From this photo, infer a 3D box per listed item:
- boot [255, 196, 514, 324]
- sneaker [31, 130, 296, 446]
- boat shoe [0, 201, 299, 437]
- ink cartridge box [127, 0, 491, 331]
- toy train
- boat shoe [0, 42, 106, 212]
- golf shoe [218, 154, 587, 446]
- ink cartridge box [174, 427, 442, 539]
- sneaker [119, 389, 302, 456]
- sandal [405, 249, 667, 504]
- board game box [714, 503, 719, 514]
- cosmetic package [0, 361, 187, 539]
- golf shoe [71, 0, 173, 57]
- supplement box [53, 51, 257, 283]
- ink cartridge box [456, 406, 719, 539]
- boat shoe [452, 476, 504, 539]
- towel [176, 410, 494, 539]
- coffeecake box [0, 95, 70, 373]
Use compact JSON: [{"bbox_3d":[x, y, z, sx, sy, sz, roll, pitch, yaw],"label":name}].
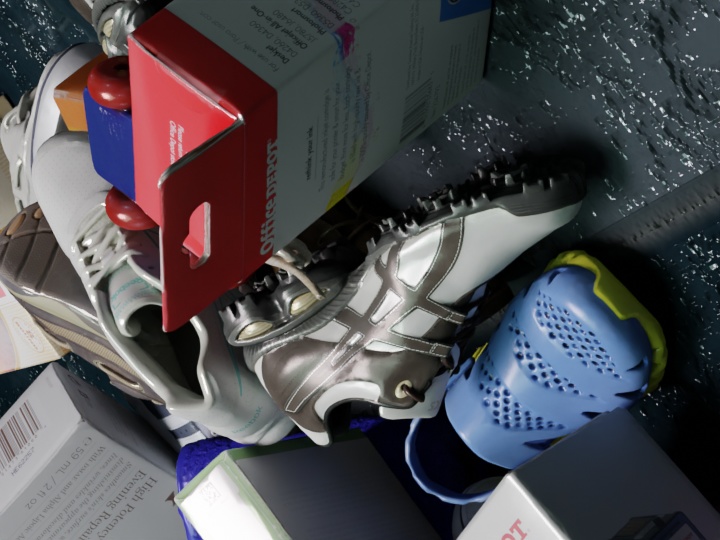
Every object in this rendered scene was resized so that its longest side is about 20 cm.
[{"bbox_3d":[0.000,0.000,1.251,0.200,0.074,0.076,5,121,58],"label":"boot"},{"bbox_3d":[-0.105,0.000,1.227,0.200,0.070,0.080,50,-163,24],"label":"sneaker"},{"bbox_3d":[-0.103,0.031,1.312,0.200,0.075,0.073,32,158,23],"label":"boat shoe"},{"bbox_3d":[-0.032,-0.078,1.048,0.067,0.200,0.116,38,151,22],"label":"ink cartridge box"},{"bbox_3d":[-0.033,-0.047,1.158,0.200,0.116,0.085,34,140,43],"label":"toy train"},{"bbox_3d":[-0.172,-0.074,1.418,0.066,0.072,0.200,37,159,14],"label":"boat shoe"},{"bbox_3d":[0.033,0.014,1.142,0.200,0.078,0.095,-27,91,35],"label":"golf shoe"},{"bbox_3d":[0.013,0.171,1.253,0.048,0.145,0.200,-44,72,21],"label":"ink cartridge box"},{"bbox_3d":[-0.082,0.073,1.461,0.200,0.070,0.109,38,153,28],"label":"sneaker"},{"bbox_3d":[0.079,0.060,1.183,0.079,0.087,0.200,47,151,9],"label":"sandal"},{"bbox_3d":[0.246,0.167,1.129,0.200,0.032,0.120,46,157,7],"label":"board game box"},{"bbox_3d":[-0.142,0.150,1.521,0.200,0.102,0.074,36,-170,-37],"label":"cosmetic package"},{"bbox_3d":[-0.111,-0.171,1.171,0.094,0.078,0.200,47,152,6],"label":"golf shoe"},{"bbox_3d":[-0.087,-0.028,1.346,0.067,0.069,0.200,14,135,50],"label":"supplement box"},{"bbox_3d":[0.127,0.185,1.141,0.200,0.087,0.145,51,139,16],"label":"ink cartridge box"},{"bbox_3d":[0.134,0.156,1.234,0.202,0.075,0.086,37,151,18],"label":"boat shoe"},{"bbox_3d":[-0.008,0.157,1.385,0.200,0.050,0.148,-11,106,35],"label":"towel"},{"bbox_3d":[-0.246,-0.014,1.597,0.154,0.073,0.200,56,152,-10],"label":"coffeecake box"}]
